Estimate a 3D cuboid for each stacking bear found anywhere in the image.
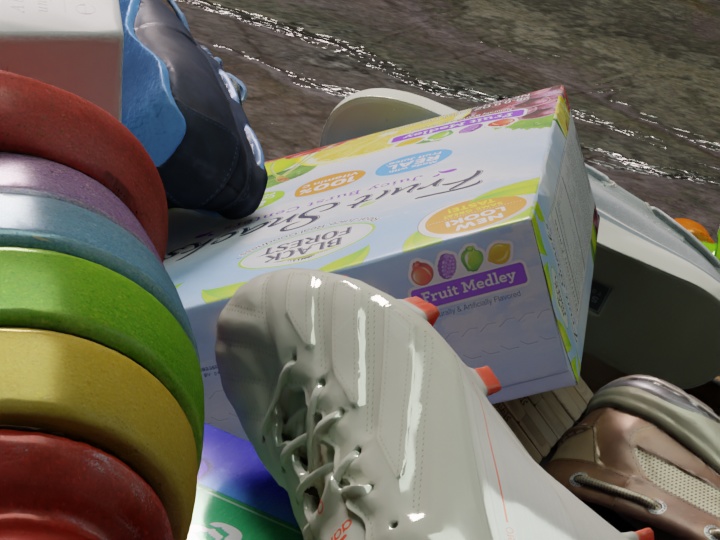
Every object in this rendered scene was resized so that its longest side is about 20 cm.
[{"bbox_3d":[-0.092,0.052,0.538,0.114,0.122,0.200,-8,42,-5],"label":"stacking bear"}]

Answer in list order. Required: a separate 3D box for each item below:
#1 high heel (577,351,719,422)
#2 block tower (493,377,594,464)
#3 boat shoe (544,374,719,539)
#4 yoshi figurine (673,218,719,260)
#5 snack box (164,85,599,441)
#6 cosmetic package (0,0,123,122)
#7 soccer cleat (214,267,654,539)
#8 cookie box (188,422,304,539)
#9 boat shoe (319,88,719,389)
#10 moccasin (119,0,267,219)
[{"bbox_3d":[0.074,0.039,0.967,0.142,0.072,0.200,20,12,33],"label":"high heel"},{"bbox_3d":[0.028,0.069,0.832,0.058,0.054,0.200,52,27,-1],"label":"block tower"},{"bbox_3d":[0.147,0.120,0.806,0.200,0.076,0.072,34,57,29],"label":"boat shoe"},{"bbox_3d":[0.205,0.032,1.087,0.112,0.112,0.200,50,-4,-13],"label":"yoshi figurine"},{"bbox_3d":[0.000,0.000,0.835,0.168,0.068,0.200,-14,16,12],"label":"snack box"},{"bbox_3d":[-0.184,-0.073,0.727,0.200,0.123,0.199,-2,34,-10],"label":"cosmetic package"},{"bbox_3d":[0.009,0.061,0.573,0.077,0.069,0.200,-17,40,-32],"label":"soccer cleat"},{"bbox_3d":[-0.053,0.121,0.598,0.200,0.075,0.171,20,33,25],"label":"cookie box"},{"bbox_3d":[0.075,-0.019,0.963,0.201,0.070,0.072,30,23,-2],"label":"boat shoe"},{"bbox_3d":[-0.084,-0.058,0.889,0.068,0.081,0.200,35,12,-22],"label":"moccasin"}]
